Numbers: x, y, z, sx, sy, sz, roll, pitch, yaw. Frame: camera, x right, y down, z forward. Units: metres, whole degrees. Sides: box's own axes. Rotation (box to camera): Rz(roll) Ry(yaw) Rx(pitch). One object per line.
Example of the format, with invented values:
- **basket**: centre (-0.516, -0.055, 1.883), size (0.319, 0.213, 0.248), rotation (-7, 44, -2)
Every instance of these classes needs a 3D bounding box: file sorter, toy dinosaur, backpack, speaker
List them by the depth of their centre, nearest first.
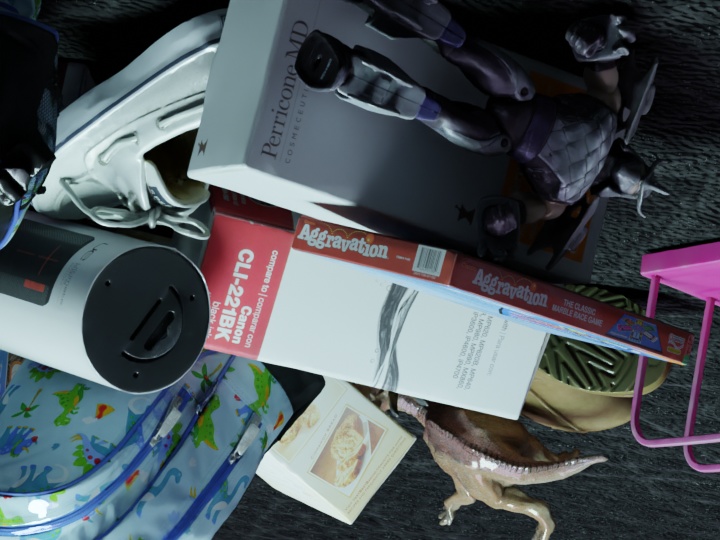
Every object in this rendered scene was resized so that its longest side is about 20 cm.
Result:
- **backpack**: centre (-0.238, -0.088, 1.411), size (0.182, 0.147, 0.200), rotation (13, 160, -6)
- **speaker**: centre (-0.164, 0.013, 1.541), size (0.081, 0.081, 0.200), rotation (21, 176, -35)
- **backpack**: centre (-0.139, 0.106, 1.587), size (0.163, 0.200, 0.154), rotation (10, 155, 35)
- **file sorter**: centre (0.277, 0.070, 1.687), size (0.200, 0.126, 0.139), rotation (20, 163, -33)
- **toy dinosaur**: centre (0.071, 0.117, 1.945), size (0.136, 0.086, 0.200), rotation (43, 164, -33)

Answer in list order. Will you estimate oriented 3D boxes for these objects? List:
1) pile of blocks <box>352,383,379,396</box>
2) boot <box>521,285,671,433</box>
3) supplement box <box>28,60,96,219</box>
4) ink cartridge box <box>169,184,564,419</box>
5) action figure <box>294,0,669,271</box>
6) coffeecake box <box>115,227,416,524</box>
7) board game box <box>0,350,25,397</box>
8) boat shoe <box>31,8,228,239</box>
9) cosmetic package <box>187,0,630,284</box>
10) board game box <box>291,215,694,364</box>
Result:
- **pile of blocks**: centre (-0.018, 0.005, 1.812), size (0.062, 0.082, 0.200), rotation (53, -177, 37)
- **boot**: centre (0.148, 0.064, 1.885), size (0.175, 0.066, 0.200), rotation (17, 168, 26)
- **supplement box**: centre (-0.244, -0.083, 1.602), size (0.199, 0.061, 0.109), rotation (7, 163, 9)
- **ink cartridge box**: centre (0.000, 0.000, 1.585), size (0.199, 0.084, 0.144), rotation (13, -161, -10)
- **action figure**: centre (0.066, -0.074, 1.329), size (0.200, 0.131, 0.069), rotation (26, 173, -24)
- **coffeecake box**: centre (-0.082, 0.065, 1.816), size (0.200, 0.073, 0.153), rotation (41, 171, -19)
- **board game box**: centre (-0.248, 0.104, 1.779), size (0.159, 0.097, 0.200), rotation (-6, 160, 24)
- **boat shoe**: centre (-0.104, -0.053, 1.466), size (0.074, 0.086, 0.202), rotation (1, 156, -43)
- **cosmetic package**: centre (0.026, -0.067, 1.390), size (0.199, 0.102, 0.071), rotation (17, 172, -26)
- **board game box**: centre (0.068, 0.011, 1.393), size (0.103, 0.020, 0.200), rotation (15, 178, 41)
